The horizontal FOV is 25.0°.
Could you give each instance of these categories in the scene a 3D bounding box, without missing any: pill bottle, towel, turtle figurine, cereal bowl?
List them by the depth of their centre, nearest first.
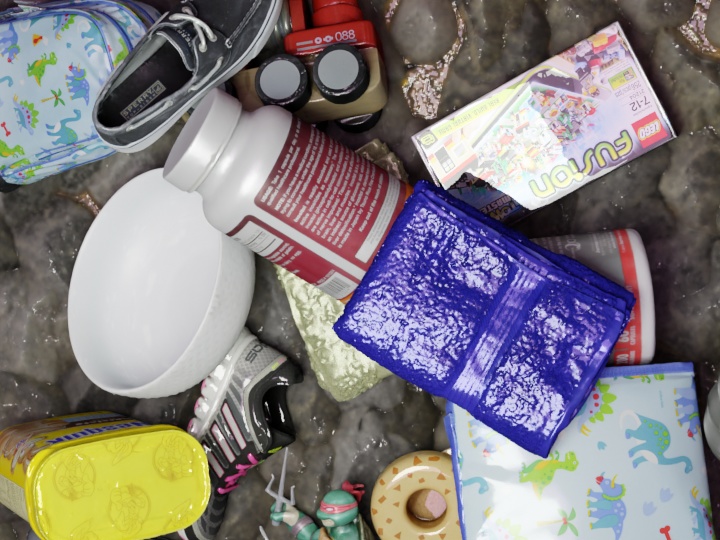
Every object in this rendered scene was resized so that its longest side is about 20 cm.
[{"bbox_3d":[0.096,0.035,1.254,0.199,0.050,0.148,29,83,5],"label":"towel"},{"bbox_3d":[-0.054,-0.062,1.322,0.199,0.113,0.113,31,102,-16],"label":"pill bottle"},{"bbox_3d":[0.135,0.032,1.336,0.199,0.114,0.115,-6,94,2],"label":"pill bottle"},{"bbox_3d":[-0.031,0.261,1.408,0.100,0.150,0.201,-4,105,-1],"label":"turtle figurine"},{"bbox_3d":[-0.161,0.017,1.417,0.199,0.083,0.201,-16,65,39],"label":"cereal bowl"},{"bbox_3d":[0.000,0.000,1.423,0.148,0.036,0.201,-23,89,13],"label":"towel"}]

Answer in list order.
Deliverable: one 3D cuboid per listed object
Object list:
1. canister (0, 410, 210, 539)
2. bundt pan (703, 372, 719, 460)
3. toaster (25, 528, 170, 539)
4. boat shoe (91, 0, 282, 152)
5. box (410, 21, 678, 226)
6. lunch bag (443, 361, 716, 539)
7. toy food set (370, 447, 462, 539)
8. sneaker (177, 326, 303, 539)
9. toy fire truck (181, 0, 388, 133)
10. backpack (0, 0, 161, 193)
[{"bbox_3d":[-0.230,0.173,1.389,0.148,0.200,0.087,-8,94,-25],"label":"canister"},{"bbox_3d":[0.334,0.075,1.274,0.076,0.202,0.203,30,101,21],"label":"bundt pan"},{"bbox_3d":[-0.217,0.304,1.464,0.199,0.114,0.130,17,103,9],"label":"toaster"},{"bbox_3d":[-0.140,-0.179,1.308,0.200,0.068,0.072,-43,82,-5],"label":"boat shoe"},{"bbox_3d":[0.155,-0.114,1.376,0.199,0.035,0.110,-29,88,14],"label":"box"},{"bbox_3d":[0.170,0.169,1.310,0.199,0.127,0.171,-3,78,-17],"label":"lunch bag"},{"bbox_3d":[0.115,0.241,1.411,0.197,0.049,0.201,-14,91,14],"label":"toy food set"},{"bbox_3d":[-0.105,0.155,1.441,0.087,0.074,0.201,19,94,17],"label":"sneaker"},{"bbox_3d":[-0.076,-0.222,1.391,0.175,0.129,0.201,-9,73,9],"label":"toy fire truck"},{"bbox_3d":[-0.254,-0.164,1.418,0.199,0.154,0.164,-9,90,7],"label":"backpack"}]
